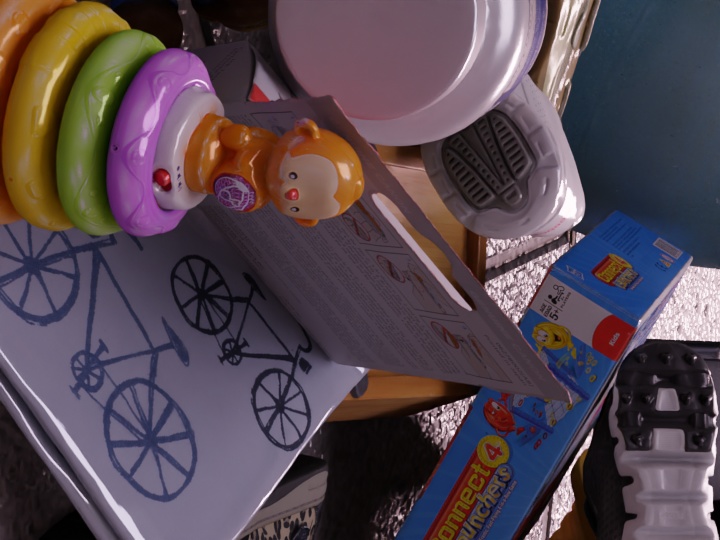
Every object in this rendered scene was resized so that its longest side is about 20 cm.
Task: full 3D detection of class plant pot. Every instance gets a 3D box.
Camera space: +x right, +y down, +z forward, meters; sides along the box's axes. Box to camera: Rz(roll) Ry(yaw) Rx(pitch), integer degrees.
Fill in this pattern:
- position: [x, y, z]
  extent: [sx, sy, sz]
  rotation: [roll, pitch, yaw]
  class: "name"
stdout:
- position: [0.216, -0.090, 1.321]
  extent: [0.201, 0.187, 0.200]
  rotation: [-60, 168, -21]
  class: "plant pot"

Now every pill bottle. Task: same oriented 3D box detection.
- position: [0.021, -0.112, 0.931]
  extent: [0.200, 0.110, 0.112]
  rotation: [-41, 130, -78]
  class: "pill bottle"

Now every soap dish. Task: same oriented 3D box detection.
- position: [0.000, 0.000, 1.105]
  extent: [0.200, 0.081, 0.159]
  rotation: [4, 88, -64]
  class: "soap dish"

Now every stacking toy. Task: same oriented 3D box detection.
- position: [-0.091, -0.052, 0.792]
  extent: [0.110, 0.199, 0.117]
  rotation: [-52, 151, -49]
  class: "stacking toy"

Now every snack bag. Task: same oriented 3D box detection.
- position: [-0.087, 0.016, 0.928]
  extent: [0.189, 0.021, 0.200]
  rotation: [56, 41, -13]
  class: "snack bag"

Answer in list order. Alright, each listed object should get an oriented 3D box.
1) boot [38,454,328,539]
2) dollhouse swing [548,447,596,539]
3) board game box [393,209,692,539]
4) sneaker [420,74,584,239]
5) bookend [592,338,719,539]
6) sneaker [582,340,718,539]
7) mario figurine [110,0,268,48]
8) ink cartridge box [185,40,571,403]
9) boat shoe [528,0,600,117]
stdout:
- position: [-0.077, 0.176, 0.984]
  extent: [0.203, 0.073, 0.155]
  rotation: [-18, 111, -59]
  class: "boot"
- position: [0.081, 0.205, 1.230]
  extent: [0.201, 0.174, 0.183]
  rotation: [113, -28, -49]
  class: "dollhouse swing"
- position: [0.101, 0.076, 1.197]
  extent: [0.197, 0.056, 0.200]
  rotation: [-61, 171, 16]
  class: "board game box"
- position: [0.051, -0.094, 1.093]
  extent: [0.099, 0.078, 0.201]
  rotation: [22, 40, -64]
  class: "sneaker"
- position: [0.219, 0.133, 1.251]
  extent: [0.091, 0.199, 0.202]
  rotation: [3, 83, -21]
  class: "bookend"
- position: [0.151, 0.141, 1.123]
  extent: [0.091, 0.066, 0.202]
  rotation: [128, -35, -80]
  class: "sneaker"
- position: [-0.081, -0.191, 0.910]
  extent: [0.123, 0.105, 0.201]
  rotation: [-46, 134, -52]
  class: "mario figurine"
- position: [0.000, -0.023, 0.877]
  extent: [0.050, 0.200, 0.161]
  rotation: [-48, 112, -20]
  class: "ink cartridge box"
- position: [0.087, -0.110, 1.160]
  extent: [0.063, 0.073, 0.201]
  rotation: [-33, 152, -34]
  class: "boat shoe"
